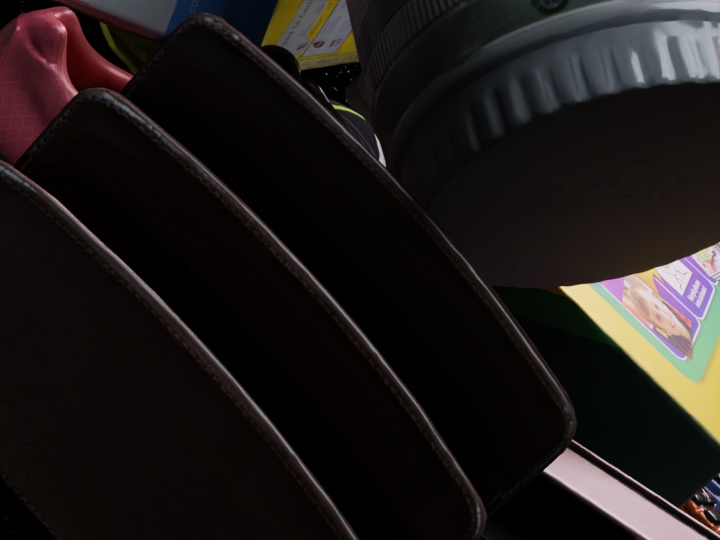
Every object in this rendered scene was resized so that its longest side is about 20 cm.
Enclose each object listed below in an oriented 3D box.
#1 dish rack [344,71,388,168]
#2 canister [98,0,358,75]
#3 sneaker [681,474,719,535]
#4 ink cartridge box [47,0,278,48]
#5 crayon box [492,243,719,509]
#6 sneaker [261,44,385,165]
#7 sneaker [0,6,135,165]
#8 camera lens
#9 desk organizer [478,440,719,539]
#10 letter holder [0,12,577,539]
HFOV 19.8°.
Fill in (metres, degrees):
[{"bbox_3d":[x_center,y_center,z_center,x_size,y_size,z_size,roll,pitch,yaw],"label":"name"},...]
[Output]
[{"bbox_3d":[0.076,-0.042,1.151,0.200,0.044,0.172,7,45,-57],"label":"dish rack"},{"bbox_3d":[-0.017,-0.163,1.008,0.087,0.149,0.200,46,32,20],"label":"canister"},{"bbox_3d":[0.105,0.093,0.930,0.200,0.079,0.075,47,26,19],"label":"sneaker"},{"bbox_3d":[-0.142,-0.159,0.819,0.199,0.084,0.145,19,6,-37],"label":"ink cartridge box"},{"bbox_3d":[0.096,0.000,0.899,0.172,0.058,0.200,43,25,0],"label":"crayon box"},{"bbox_3d":[-0.026,-0.062,0.904,0.200,0.071,0.083,-97,180,-70],"label":"sneaker"},{"bbox_3d":[-0.075,-0.019,0.788,0.200,0.087,0.074,41,24,-12],"label":"sneaker"},{"bbox_3d":[0.072,-0.115,0.767,0.160,0.160,0.201,20,50,-47],"label":"camera lens"},{"bbox_3d":[0.062,0.108,0.767,0.199,0.072,0.077,33,23,14],"label":"desk organizer"},{"bbox_3d":[-0.043,0.029,0.691,0.200,0.142,0.101,48,22,4],"label":"letter holder"}]
